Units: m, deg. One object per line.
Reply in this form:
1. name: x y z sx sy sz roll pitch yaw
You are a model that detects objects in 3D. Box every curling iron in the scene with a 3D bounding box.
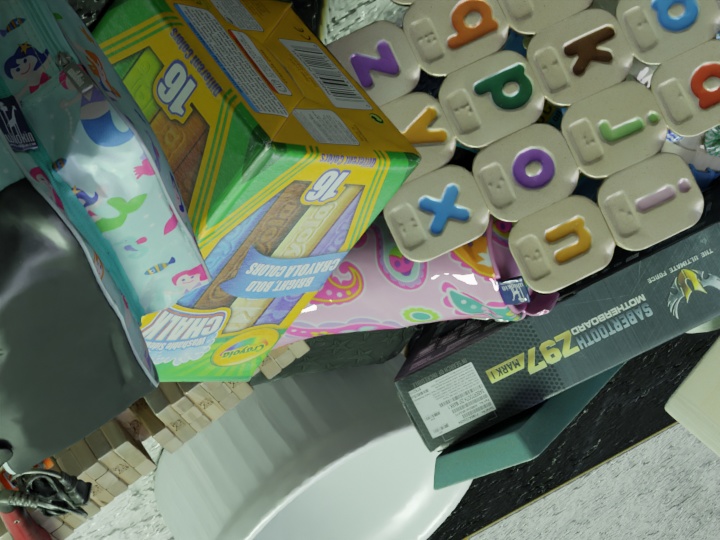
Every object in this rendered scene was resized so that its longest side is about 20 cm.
1. curling iron: -0.170 0.155 1.419 0.049 0.026 0.200 5 153 -1

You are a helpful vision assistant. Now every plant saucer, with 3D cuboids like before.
1. plant saucer: 0.106 0.065 1.430 0.070 0.019 0.200 -22 -170 34

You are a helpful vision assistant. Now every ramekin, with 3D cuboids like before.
1. ramekin: -0.032 0.126 1.601 0.200 0.098 0.201 -29 152 -17

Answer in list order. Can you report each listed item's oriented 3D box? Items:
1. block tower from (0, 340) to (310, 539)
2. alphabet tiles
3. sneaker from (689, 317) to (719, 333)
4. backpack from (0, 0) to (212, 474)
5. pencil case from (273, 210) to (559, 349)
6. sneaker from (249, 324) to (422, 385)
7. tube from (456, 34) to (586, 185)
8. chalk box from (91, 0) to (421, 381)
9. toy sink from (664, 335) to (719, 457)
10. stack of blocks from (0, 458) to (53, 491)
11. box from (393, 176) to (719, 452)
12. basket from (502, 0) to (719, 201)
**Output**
1. block tower: -0.127 0.078 1.452 0.200 0.054 0.058 -37 153 -1
2. alphabet tiles: 0.087 -0.095 1.279 0.195 0.200 0.015 -26 178 1
3. sneaker: 0.145 0.016 1.550 0.085 0.200 0.073 -33 112 -31
4. backpack: -0.163 -0.041 1.052 0.150 0.200 0.178 -38 151 -10
5. pencil case: 0.000 0.000 1.354 0.200 0.088 0.087 -8 163 22
6. sneaker: 0.023 0.008 1.529 0.200 0.060 0.104 -14 147 -33
7. tube: 0.111 -0.081 1.511 0.078 0.050 0.200 -62 148 0
8. chalk box: -0.094 -0.026 1.247 0.124 0.124 0.200 4 131 -54
9. toy sink: 0.276 0.025 1.436 0.200 0.112 0.130 -52 169 14
10. stack of blocks: -0.240 0.072 1.294 0.115 0.059 0.200 -34 154 -8
11. box: 0.124 0.019 1.416 0.200 0.051 0.158 -26 -172 14
12. basket: 0.126 -0.100 1.386 0.200 0.139 0.176 -39 153 27
